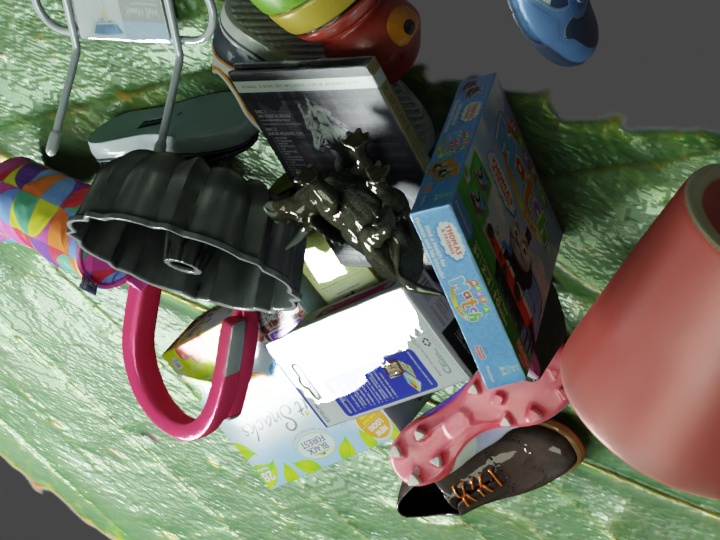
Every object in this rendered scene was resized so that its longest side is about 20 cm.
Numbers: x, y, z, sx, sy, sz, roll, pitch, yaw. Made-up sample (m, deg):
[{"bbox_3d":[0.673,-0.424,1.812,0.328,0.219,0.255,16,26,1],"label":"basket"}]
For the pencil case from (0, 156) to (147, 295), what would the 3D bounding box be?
[{"bbox_3d":[-0.263,-0.041,1.768,0.199,0.088,0.089,26,141,48],"label":"pencil case"}]

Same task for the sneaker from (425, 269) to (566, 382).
[{"bbox_3d":[0.084,0.007,1.614,0.201,0.080,0.086,53,145,3],"label":"sneaker"}]

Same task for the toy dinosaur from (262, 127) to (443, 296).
[{"bbox_3d":[0.011,-0.036,1.465,0.199,0.077,0.103,31,161,35],"label":"toy dinosaur"}]

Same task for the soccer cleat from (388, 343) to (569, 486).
[{"bbox_3d":[0.109,0.117,1.678,0.199,0.076,0.067,-36,86,21],"label":"soccer cleat"}]

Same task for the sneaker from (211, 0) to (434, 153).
[{"bbox_3d":[-0.032,-0.136,1.565,0.199,0.078,0.080,39,138,9],"label":"sneaker"}]

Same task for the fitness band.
[{"bbox_3d":[-0.152,0.054,1.759,0.143,0.037,0.202,36,126,34],"label":"fitness band"}]

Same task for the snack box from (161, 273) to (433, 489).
[{"bbox_3d":[-0.058,0.093,1.786,0.199,0.068,0.169,-25,107,47],"label":"snack box"}]

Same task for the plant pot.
[{"bbox_3d":[0.264,0.034,1.421,0.199,0.200,0.178,29,128,12],"label":"plant pot"}]

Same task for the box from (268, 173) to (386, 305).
[{"bbox_3d":[0.000,0.000,1.677,0.075,0.050,0.201,-27,106,46],"label":"box"}]

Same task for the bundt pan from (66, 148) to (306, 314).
[{"bbox_3d":[-0.133,-0.037,1.605,0.200,0.077,0.202,15,165,4],"label":"bundt pan"}]

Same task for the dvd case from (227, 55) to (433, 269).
[{"bbox_3d":[-0.003,-0.080,1.521,0.148,0.016,0.201,3,135,43],"label":"dvd case"}]

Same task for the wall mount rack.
[{"bbox_3d":[-0.211,-0.184,1.645,0.198,0.074,0.175,8,121,33],"label":"wall mount rack"}]

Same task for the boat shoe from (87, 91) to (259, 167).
[{"bbox_3d":[-0.142,-0.093,1.693,0.199,0.071,0.091,-2,126,45],"label":"boat shoe"}]

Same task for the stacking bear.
[{"bbox_3d":[-0.027,-0.220,1.471,0.113,0.122,0.200,-14,123,45],"label":"stacking bear"}]

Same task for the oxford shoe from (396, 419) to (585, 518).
[{"bbox_3d":[0.112,0.181,1.731,0.199,0.073,0.071,-24,109,45],"label":"oxford shoe"}]

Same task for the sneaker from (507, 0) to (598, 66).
[{"bbox_3d":[0.136,-0.227,1.365,0.081,0.074,0.201,-9,129,22],"label":"sneaker"}]

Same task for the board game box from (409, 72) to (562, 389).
[{"bbox_3d":[0.097,-0.033,1.465,0.036,0.201,0.152,-15,118,22],"label":"board game box"}]

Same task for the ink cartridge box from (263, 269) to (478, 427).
[{"bbox_3d":[0.009,0.067,1.642,0.199,0.037,0.095,-24,107,48],"label":"ink cartridge box"}]
